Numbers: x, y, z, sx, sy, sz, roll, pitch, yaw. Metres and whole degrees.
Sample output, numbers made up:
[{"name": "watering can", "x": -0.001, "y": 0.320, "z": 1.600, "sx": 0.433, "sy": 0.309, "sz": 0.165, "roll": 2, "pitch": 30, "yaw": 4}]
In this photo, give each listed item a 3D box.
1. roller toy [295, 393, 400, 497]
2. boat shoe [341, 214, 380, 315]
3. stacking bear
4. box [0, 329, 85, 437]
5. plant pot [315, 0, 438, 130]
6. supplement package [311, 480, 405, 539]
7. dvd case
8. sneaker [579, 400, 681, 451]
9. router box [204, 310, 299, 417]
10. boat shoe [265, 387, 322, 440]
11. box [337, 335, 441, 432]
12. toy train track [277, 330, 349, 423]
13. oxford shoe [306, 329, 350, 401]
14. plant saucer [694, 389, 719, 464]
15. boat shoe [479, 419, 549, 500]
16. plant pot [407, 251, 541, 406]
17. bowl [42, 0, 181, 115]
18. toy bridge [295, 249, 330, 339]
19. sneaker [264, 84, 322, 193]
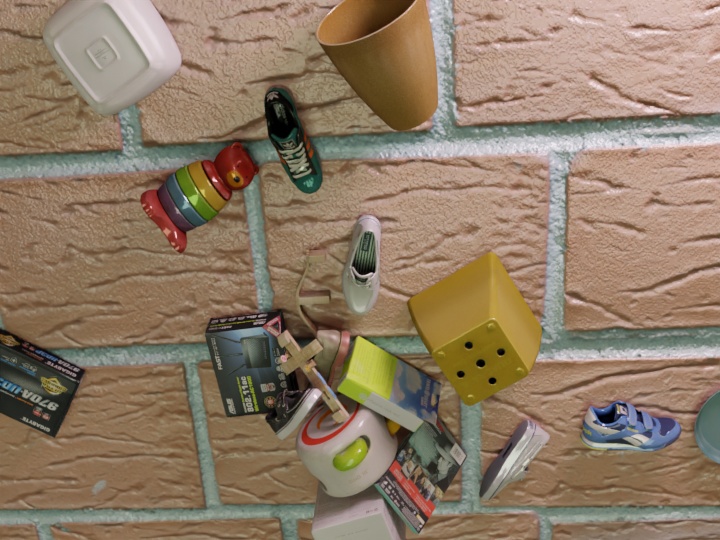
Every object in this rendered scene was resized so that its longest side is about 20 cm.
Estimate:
[{"name": "roller toy", "x": -0.023, "y": 0.343, "z": 1.754, "sx": 0.180, "sy": 0.201, "sz": 0.141, "roll": -18, "pitch": 115, "yaw": 37}, {"name": "boat shoe", "x": 0.000, "y": 0.000, "z": 1.656, "sx": 0.072, "sy": 0.067, "sz": 0.204, "roll": 3, "pitch": 115, "yaw": 3}, {"name": "stacking bear", "x": -0.276, "y": -0.146, "z": 1.585, "sx": 0.198, "sy": 0.114, "sz": 0.122, "roll": -33, "pitch": 119, "yaw": 5}, {"name": "box", "x": -0.682, "y": 0.231, "z": 1.816, "sx": 0.197, "sy": 0.046, "sz": 0.160, "roll": 28, "pitch": 113, "yaw": -10}, {"name": "plant pot", "x": 0.050, "y": -0.336, "z": 1.450, "sx": 0.183, "sy": 0.188, "sz": 0.202, "roll": -21, "pitch": 125, "yaw": 13}, {"name": "supplement package", "x": 0.002, "y": 0.500, "z": 1.812, "sx": 0.149, "sy": 0.201, "sz": 0.153, "roll": -17, "pitch": 113, "yaw": 11}, {"name": "dvd case", "x": 0.124, "y": 0.398, "z": 1.777, "sx": 0.147, "sy": 0.201, "sz": 0.022, "roll": 51, "pitch": 149, "yaw": -20}, {"name": "sneaker", "x": 0.536, "y": 0.306, "z": 1.761, "sx": 0.195, "sy": 0.074, "sz": 0.084, "roll": -3, "pitch": 113, "yaw": 4}, {"name": "router box", "x": -0.211, "y": 0.186, "z": 1.757, "sx": 0.147, "sy": 0.062, "sz": 0.204, "roll": -7, "pitch": 115, "yaw": 7}, {"name": "boat shoe", "x": -0.133, "y": 0.259, "z": 1.684, "sx": 0.066, "sy": 0.070, "sz": 0.200, "roll": 41, "pitch": 148, "yaw": 1}, {"name": "box", "x": 0.059, "y": 0.224, "z": 1.724, "sx": 0.198, "sy": 0.123, "sz": 0.048, "roll": 30, "pitch": 127, "yaw": -10}, {"name": "toy train track", "x": -0.094, "y": 0.204, "z": 1.672, "sx": 0.114, "sy": 0.032, "sz": 0.201, "roll": -36, "pitch": 91, "yaw": 37}, {"name": "oxford shoe", "x": -0.082, "y": 0.183, "z": 1.731, "sx": 0.073, "sy": 0.071, "sz": 0.202, "roll": 15, "pitch": 128, "yaw": -12}, {"name": "plant saucer", "x": 0.761, "y": 0.300, "z": 1.769, "sx": 0.196, "sy": 0.028, "sz": 0.204, "roll": 1, "pitch": 114, "yaw": 3}, {"name": "boat shoe", "x": 0.314, "y": 0.400, "z": 1.817, "sx": 0.065, "sy": 0.074, "sz": 0.202, "roll": 29, "pitch": 114, "yaw": -5}, {"name": "plant pot", "x": 0.215, "y": 0.125, "z": 1.640, "sx": 0.198, "sy": 0.177, "sz": 0.201, "roll": -30, "pitch": 109, "yaw": 16}, {"name": "bowl", "x": -0.426, "y": -0.375, "z": 1.507, "sx": 0.198, "sy": 0.075, "sz": 0.201, "roll": -29, "pitch": 111, "yaw": 14}, {"name": "toy bridge", "x": -0.090, "y": 0.052, "z": 1.707, "sx": 0.066, "sy": 0.027, "sz": 0.204, "roll": -3, "pitch": 116, "yaw": 6}, {"name": "sneaker", "x": -0.123, "y": -0.218, "z": 1.554, "sx": 0.070, "sy": 0.080, "sz": 0.203, "roll": -18, "pitch": 113, "yaw": 11}]
